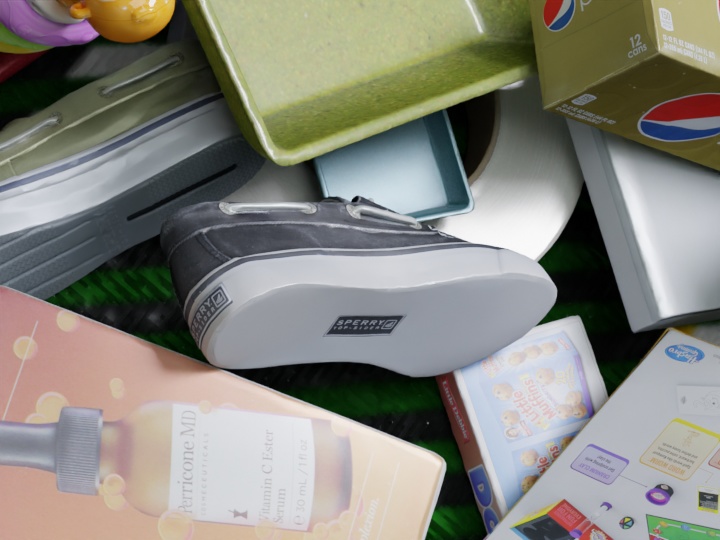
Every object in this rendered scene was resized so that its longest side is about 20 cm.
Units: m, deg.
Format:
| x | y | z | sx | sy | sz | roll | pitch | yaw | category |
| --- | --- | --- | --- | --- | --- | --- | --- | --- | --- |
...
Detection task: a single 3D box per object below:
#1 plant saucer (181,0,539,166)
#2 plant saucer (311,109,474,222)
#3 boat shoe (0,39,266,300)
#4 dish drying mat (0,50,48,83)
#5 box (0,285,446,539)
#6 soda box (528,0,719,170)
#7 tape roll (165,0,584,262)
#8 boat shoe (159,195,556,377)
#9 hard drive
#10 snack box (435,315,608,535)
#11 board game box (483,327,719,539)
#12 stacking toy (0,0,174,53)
| x | y | z | sx | sy | sz | roll | pitch | yaw | category |
| --- | --- | --- | --- | --- | --- | --- | --- | --- | --- |
| -0.018 | -0.152 | 1.062 | 0.199 | 0.048 | 0.201 | -22 | 87 | -40 | plant saucer |
| -0.009 | -0.113 | 1.107 | 0.069 | 0.019 | 0.201 | -12 | 80 | -23 | plant saucer |
| -0.136 | -0.032 | 1.048 | 0.199 | 0.072 | 0.062 | -25 | 62 | -13 | boat shoe |
| -0.174 | -0.116 | 1.089 | 0.200 | 0.018 | 0.077 | -39 | 91 | -24 | dish drying mat |
| -0.089 | 0.120 | 1.004 | 0.199 | 0.106 | 0.153 | 21 | 69 | -13 | box |
| 0.166 | -0.089 | 1.112 | 0.199 | 0.068 | 0.064 | 14 | 62 | -44 | soda box |
| 0.008 | -0.073 | 1.131 | 0.201 | 0.037 | 0.204 | 5 | 74 | -19 | tape roll |
| 0.000 | 0.000 | 1.039 | 0.199 | 0.072 | 0.068 | -1 | 51 | -42 | boat shoe |
| 0.146 | -0.076 | 1.165 | 0.131 | 0.027 | 0.201 | -7 | 77 | -43 | hard drive |
| 0.097 | 0.124 | 1.114 | 0.071 | 0.024 | 0.201 | -15 | 81 | -23 | snack box |
| 0.134 | 0.124 | 1.038 | 0.200 | 0.152 | 0.040 | -45 | 134 | -25 | board game box |
| -0.126 | -0.124 | 0.978 | 0.115 | 0.200 | 0.111 | -20 | 116 | -23 | stacking toy |
